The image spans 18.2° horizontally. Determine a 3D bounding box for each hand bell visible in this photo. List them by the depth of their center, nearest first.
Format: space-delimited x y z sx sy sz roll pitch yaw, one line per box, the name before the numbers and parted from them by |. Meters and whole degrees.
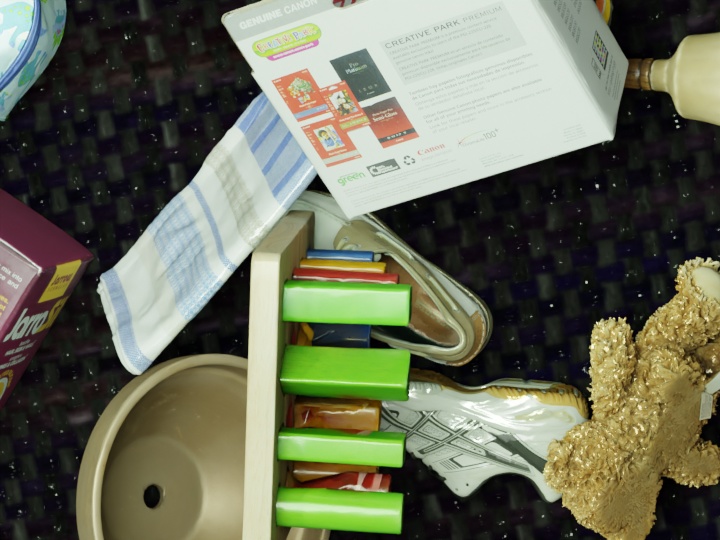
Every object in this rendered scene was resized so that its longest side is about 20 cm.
hand bell | 0.188 -0.132 1.521 0.199 0.104 0.105 4 95 24

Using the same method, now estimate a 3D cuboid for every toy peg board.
toy peg board | -0.013 0.075 1.448 0.097 0.199 0.201 3 99 5

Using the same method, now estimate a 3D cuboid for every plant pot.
plant pot | -0.123 0.159 1.568 0.092 0.200 0.202 -2 94 54

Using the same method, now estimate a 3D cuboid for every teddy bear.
teddy bear | 0.201 0.086 1.512 0.067 0.144 0.201 29 98 54

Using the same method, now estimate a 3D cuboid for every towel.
towel | -0.108 -0.029 1.555 0.024 0.147 0.200 38 101 -25

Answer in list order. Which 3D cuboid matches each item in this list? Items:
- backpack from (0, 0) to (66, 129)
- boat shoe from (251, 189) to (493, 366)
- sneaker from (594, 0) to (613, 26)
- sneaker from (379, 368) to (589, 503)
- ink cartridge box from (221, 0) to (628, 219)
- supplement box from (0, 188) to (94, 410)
backpack | -0.317 -0.170 1.582 0.200 0.147 0.183 -44 87 8
boat shoe | 0.000 0.000 1.564 0.199 0.068 0.075 27 98 9
sneaker | 0.070 -0.149 1.512 0.200 0.090 0.070 -34 61 22
sneaker | 0.056 0.116 1.557 0.199 0.076 0.088 7 98 13
ink cartridge box | 0.041 -0.145 1.420 0.199 0.084 0.176 -15 126 28
supplement box | -0.296 0.049 1.600 0.103 0.131 0.201 33 100 7
